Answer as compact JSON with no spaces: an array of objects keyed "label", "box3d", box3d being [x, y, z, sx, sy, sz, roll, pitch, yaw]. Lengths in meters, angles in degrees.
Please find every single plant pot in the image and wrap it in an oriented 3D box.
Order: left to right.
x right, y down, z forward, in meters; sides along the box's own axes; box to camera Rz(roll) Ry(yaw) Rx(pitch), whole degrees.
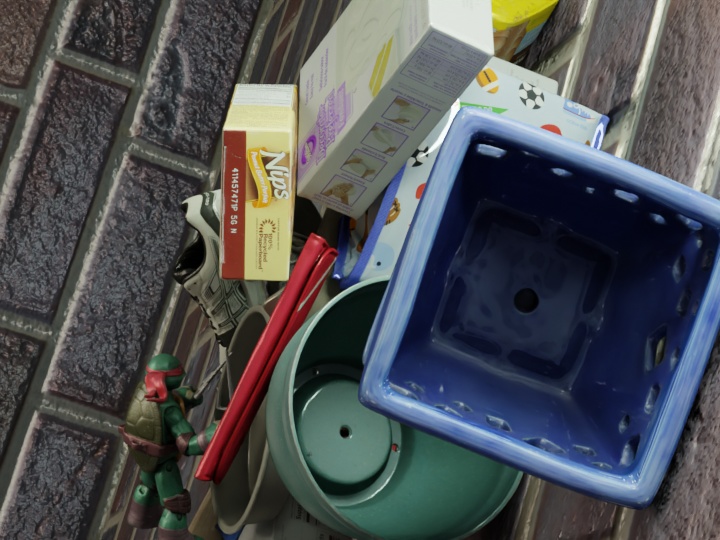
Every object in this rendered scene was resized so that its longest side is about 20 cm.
[{"label":"plant pot","box3d":[0.009,0.114,1.536,0.134,0.200,0.201,-24,46,60]},{"label":"plant pot","box3d":[0.113,0.019,1.314,0.180,0.200,0.200,-142,73,-85]}]

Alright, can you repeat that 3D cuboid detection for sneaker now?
[{"label":"sneaker","box3d":[-0.129,0.014,1.853,0.076,0.088,0.200,-118,27,-60]},{"label":"sneaker","box3d":[-0.052,0.001,1.868,0.116,0.075,0.200,111,155,-67]}]

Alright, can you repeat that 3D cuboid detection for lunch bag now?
[{"label":"lunch bag","box3d":[0.080,-0.051,1.608,0.124,0.170,0.200,157,130,-68]}]

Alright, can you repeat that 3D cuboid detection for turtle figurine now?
[{"label":"turtle figurine","box3d":[-0.162,0.143,1.791,0.150,0.101,0.200,-125,40,-66]}]

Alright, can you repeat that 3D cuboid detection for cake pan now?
[{"label":"cake pan","box3d":[-0.088,0.131,1.771,0.200,0.037,0.201,-171,90,-73]}]

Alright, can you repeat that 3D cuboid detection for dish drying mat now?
[{"label":"dish drying mat","box3d":[-0.069,0.069,1.536,0.200,0.018,0.077,-64,-8,-3]}]

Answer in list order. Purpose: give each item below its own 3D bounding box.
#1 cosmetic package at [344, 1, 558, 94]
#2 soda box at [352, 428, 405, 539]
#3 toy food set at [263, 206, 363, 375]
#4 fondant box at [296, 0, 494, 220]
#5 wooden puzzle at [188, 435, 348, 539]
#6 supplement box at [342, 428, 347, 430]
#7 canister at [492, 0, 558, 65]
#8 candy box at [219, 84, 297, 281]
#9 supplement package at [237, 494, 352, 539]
[{"label":"cosmetic package","box3d":[0.063,-0.142,1.759,0.071,0.200,0.102,125,161,-51]},{"label":"soda box","box3d":[0.039,0.193,1.635,0.063,0.070,0.200,130,157,-57]},{"label":"toy food set","box3d":[0.000,0.000,1.677,0.060,0.144,0.200,-22,34,37]},{"label":"fondant box","box3d":[0.023,-0.157,1.537,0.200,0.058,0.144,-51,28,40]},{"label":"wooden puzzle","box3d":[-0.091,0.256,1.946,0.046,0.185,0.200,46,125,35]},{"label":"supplement box","box3d":[0.010,0.037,1.889,0.126,0.073,0.200,-85,1,-50]},{"label":"canister","box3d":[0.092,-0.190,1.900,0.149,0.087,0.200,-33,-21,-52]},{"label":"candy box","box3d":[-0.077,-0.072,1.574,0.200,0.055,0.116,-95,8,-75]},{"label":"supplement package","box3d":[-0.064,0.304,1.822,0.156,0.111,0.200,-88,22,-56]}]
